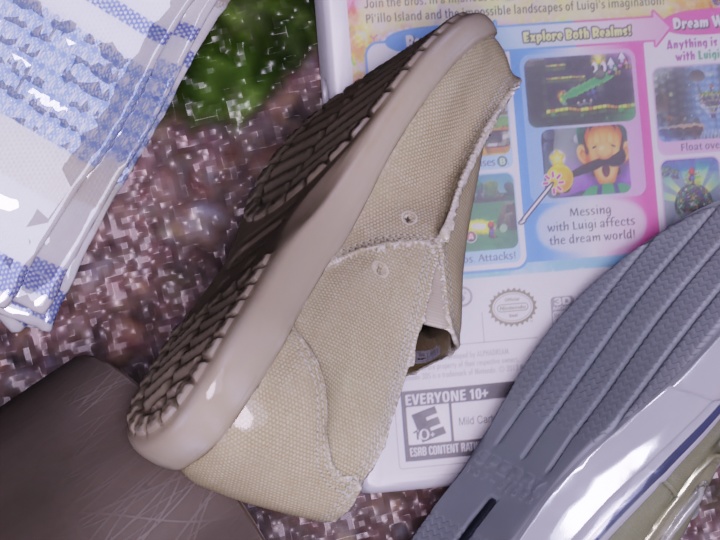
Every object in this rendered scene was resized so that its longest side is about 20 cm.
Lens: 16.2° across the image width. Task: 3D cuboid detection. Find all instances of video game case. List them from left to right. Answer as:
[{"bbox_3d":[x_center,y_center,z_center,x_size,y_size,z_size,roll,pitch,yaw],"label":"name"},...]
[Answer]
[{"bbox_3d":[0.088,-0.026,0.848,0.198,0.024,0.184,-5,90,-12],"label":"video game case"}]

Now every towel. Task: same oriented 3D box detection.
[{"bbox_3d":[-0.116,-0.099,0.804,0.146,0.024,0.201,30,81,-8],"label":"towel"}]

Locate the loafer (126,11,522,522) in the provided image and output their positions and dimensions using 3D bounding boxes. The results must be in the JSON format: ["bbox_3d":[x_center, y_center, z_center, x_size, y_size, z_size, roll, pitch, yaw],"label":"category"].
[{"bbox_3d":[0.000,0.000,0.752,0.068,0.076,0.200,45,50,-14],"label":"loafer"}]

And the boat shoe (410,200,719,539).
[{"bbox_3d":[0.077,0.066,0.807,0.200,0.072,0.062,-50,123,-4],"label":"boat shoe"}]

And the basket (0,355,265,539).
[{"bbox_3d":[-0.126,0.127,0.735,0.200,0.180,0.136,-38,88,-20],"label":"basket"}]
